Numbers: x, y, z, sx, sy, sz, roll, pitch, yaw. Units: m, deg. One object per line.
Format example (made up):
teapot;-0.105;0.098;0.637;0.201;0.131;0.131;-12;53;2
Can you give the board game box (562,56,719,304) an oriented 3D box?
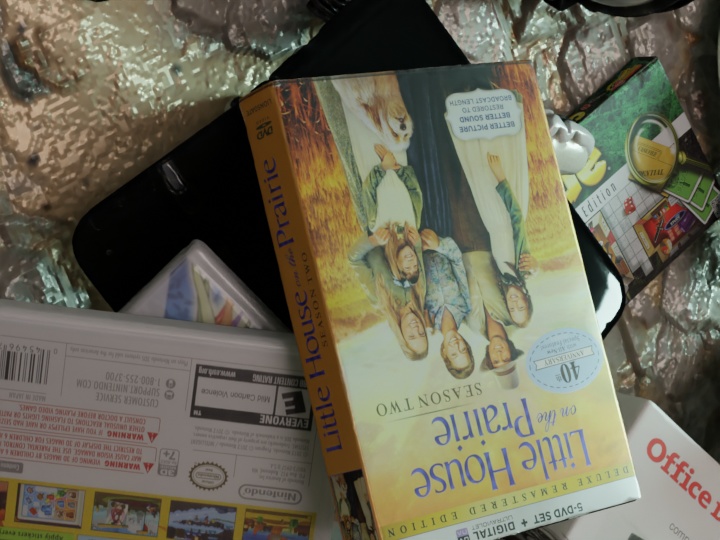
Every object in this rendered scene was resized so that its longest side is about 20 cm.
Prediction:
board game box;0.114;-0.020;1.042;0.200;0.023;0.105;-41;111;-24

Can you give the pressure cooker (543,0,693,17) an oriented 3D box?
pressure cooker;0.154;-0.227;0.962;0.200;0.178;0.176;-33;112;-27

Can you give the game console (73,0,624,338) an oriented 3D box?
game console;0.000;0.000;0.882;0.176;0.116;0.200;-34;102;17

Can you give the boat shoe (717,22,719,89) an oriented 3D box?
boat shoe;0.244;-0.080;1.084;0.072;0.060;0.202;3;84;-47

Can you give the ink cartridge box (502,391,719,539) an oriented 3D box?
ink cartridge box;0.123;0.181;1.021;0.146;0.084;0.200;41;74;-27

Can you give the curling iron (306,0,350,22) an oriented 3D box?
curling iron;-0.055;-0.153;0.894;0.200;0.050;0.026;22;113;-44

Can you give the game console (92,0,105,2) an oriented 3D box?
game console;-0.083;-0.250;0.850;0.116;0.176;0.200;42;68;3

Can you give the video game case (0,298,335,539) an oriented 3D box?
video game case;-0.112;0.107;0.804;0.199;0.023;0.183;7;100;-5

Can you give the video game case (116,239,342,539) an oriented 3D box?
video game case;-0.066;0.119;0.831;0.182;0.022;0.200;-44;99;5

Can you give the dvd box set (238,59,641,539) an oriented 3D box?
dvd box set;0.036;0.014;0.802;0.146;0.029;0.201;-8;82;-37

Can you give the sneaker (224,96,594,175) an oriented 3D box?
sneaker;0.025;-0.049;0.959;0.199;0.075;0.081;-3;102;-24
